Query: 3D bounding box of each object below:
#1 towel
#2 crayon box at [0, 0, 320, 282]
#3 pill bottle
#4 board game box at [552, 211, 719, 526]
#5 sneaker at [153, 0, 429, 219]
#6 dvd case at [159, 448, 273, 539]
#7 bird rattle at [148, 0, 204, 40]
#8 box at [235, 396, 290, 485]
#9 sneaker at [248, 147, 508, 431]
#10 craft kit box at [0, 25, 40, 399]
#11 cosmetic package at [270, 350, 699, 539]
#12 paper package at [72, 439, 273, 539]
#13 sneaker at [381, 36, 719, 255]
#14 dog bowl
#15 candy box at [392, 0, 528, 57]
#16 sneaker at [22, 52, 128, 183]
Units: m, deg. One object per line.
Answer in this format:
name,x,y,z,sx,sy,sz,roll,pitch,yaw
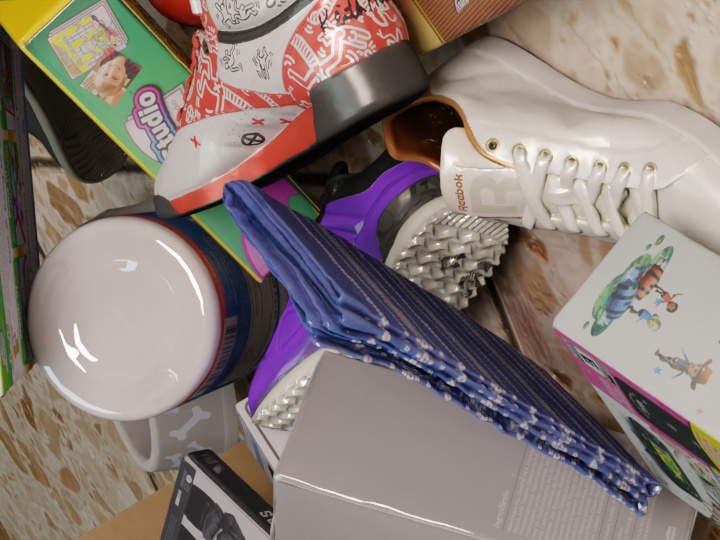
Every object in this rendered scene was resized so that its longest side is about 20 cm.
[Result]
towel,0.032,0.034,0.804,0.199,0.024,0.145,31,-171,-32
crayon box,-0.123,-0.106,0.979,0.200,0.058,0.173,46,180,-39
pill bottle,-0.107,0.020,1.063,0.113,0.112,0.200,56,-168,4
board game box,0.183,0.079,0.703,0.200,0.064,0.148,35,170,40
sneaker,-0.051,-0.098,0.831,0.201,0.067,0.108,-25,90,55
dvd case,-0.048,0.214,0.982,0.200,0.025,0.151,38,122,35
bird rattle,-0.072,-0.162,0.953,0.200,0.113,0.163,51,168,-14
box,0.031,0.133,0.993,0.200,0.116,0.060,53,165,25
sneaker,0.001,0.000,0.943,0.200,0.069,0.100,-50,46,35
craft kit box,-0.206,-0.039,0.974,0.198,0.048,0.202,-161,66,-84
cosmetic package,0.060,0.123,0.898,0.199,0.090,0.107,19,144,9
paper package,-0.056,0.208,1.169,0.190,0.199,0.104,35,145,40
sneaker,0.088,-0.035,0.780,0.200,0.084,0.073,29,140,44
dog bowl,-0.147,0.047,1.259,0.200,0.058,0.201,162,90,-71
candy box,0.027,-0.158,0.783,0.117,0.056,0.200,62,155,-6
sneaker,-0.226,-0.155,1.211,0.106,0.075,0.201,30,144,40
